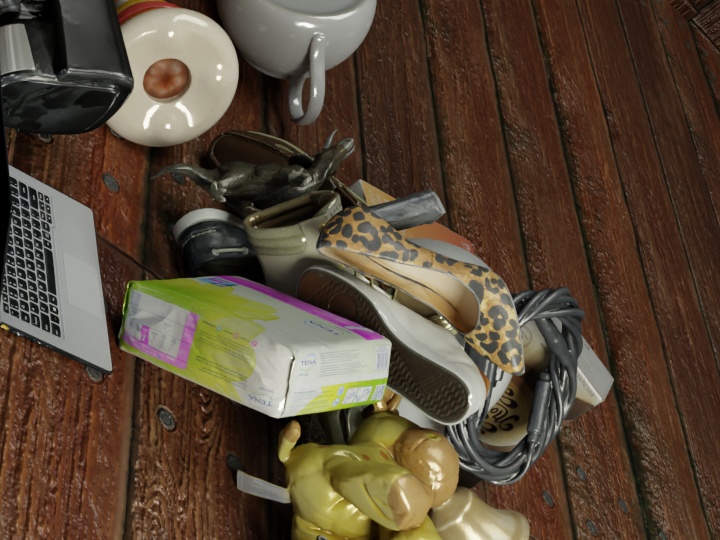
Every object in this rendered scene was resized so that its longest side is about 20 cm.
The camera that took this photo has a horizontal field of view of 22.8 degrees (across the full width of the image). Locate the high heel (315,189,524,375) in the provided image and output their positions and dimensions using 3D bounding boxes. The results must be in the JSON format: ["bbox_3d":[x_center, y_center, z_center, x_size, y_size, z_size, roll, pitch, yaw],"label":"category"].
[{"bbox_3d":[0.051,0.025,1.575,0.142,0.071,0.201,-17,66,-37],"label":"high heel"}]

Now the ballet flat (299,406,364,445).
[{"bbox_3d":[-0.030,0.123,1.702,0.072,0.072,0.201,28,35,-43],"label":"ballet flat"}]

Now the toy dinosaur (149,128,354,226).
[{"bbox_3d":[-0.098,-0.078,1.716,0.102,0.199,0.077,-105,-172,-76],"label":"toy dinosaur"}]

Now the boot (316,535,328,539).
[{"bbox_3d":[-0.010,0.337,1.453,0.173,0.069,0.201,25,73,-4],"label":"boot"}]

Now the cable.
[{"bbox_3d":[0.150,0.110,1.715,0.051,0.201,0.163,22,23,41],"label":"cable"}]

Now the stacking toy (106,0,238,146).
[{"bbox_3d":[-0.214,-0.229,1.790,0.146,0.146,0.200,34,15,-36],"label":"stacking toy"}]

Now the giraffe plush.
[{"bbox_3d":[0.017,0.190,1.572,0.200,0.173,0.162,31,36,24],"label":"giraffe plush"}]

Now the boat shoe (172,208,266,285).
[{"bbox_3d":[-0.097,-0.005,1.748,0.199,0.076,0.061,10,47,-40],"label":"boat shoe"}]

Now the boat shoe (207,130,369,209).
[{"bbox_3d":[-0.071,-0.090,1.805,0.202,0.075,0.075,27,-4,15],"label":"boat shoe"}]

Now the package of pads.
[{"bbox_3d":[-0.093,0.061,1.541,0.199,0.069,0.154,20,13,33],"label":"package of pads"}]

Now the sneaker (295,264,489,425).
[{"bbox_3d":[0.030,0.065,1.611,0.200,0.073,0.085,39,22,14],"label":"sneaker"}]

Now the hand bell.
[{"bbox_3d":[0.064,0.203,1.697,0.200,0.104,0.104,51,24,-23],"label":"hand bell"}]

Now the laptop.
[{"bbox_3d":[-0.253,-0.048,1.473,0.200,0.116,0.188,30,35,-41],"label":"laptop"}]

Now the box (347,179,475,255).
[{"bbox_3d":[0.041,0.021,1.908,0.200,0.106,0.153,26,37,-45],"label":"box"}]

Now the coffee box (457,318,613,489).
[{"bbox_3d":[0.145,0.132,1.840,0.113,0.200,0.080,52,22,-1],"label":"coffee box"}]

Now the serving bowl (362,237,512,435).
[{"bbox_3d":[0.055,0.072,1.748,0.200,0.200,0.066,53,12,-2],"label":"serving bowl"}]

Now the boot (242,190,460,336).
[{"bbox_3d":[0.000,0.000,1.654,0.072,0.199,0.155,-75,154,-61],"label":"boot"}]

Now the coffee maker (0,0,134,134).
[{"bbox_3d":[-0.266,-0.235,1.607,0.135,0.191,0.201,114,-36,-68],"label":"coffee maker"}]

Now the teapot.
[{"bbox_3d":[-0.080,-0.287,2.051,0.197,0.146,0.200,31,46,11],"label":"teapot"}]
